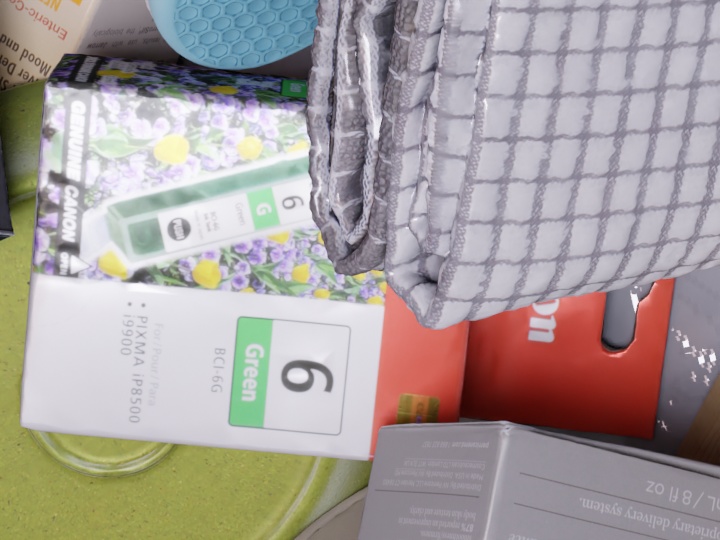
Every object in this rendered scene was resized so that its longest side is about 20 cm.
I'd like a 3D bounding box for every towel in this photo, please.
[{"bbox_3d":[0.073,-0.096,0.762,0.086,0.165,0.201,37,128,48],"label":"towel"}]

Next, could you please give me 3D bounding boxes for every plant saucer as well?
[{"bbox_3d":[-0.082,0.036,0.904,0.199,0.031,0.201,0,109,1],"label":"plant saucer"}]

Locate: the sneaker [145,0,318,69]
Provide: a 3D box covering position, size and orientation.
[{"bbox_3d":[0.010,-0.158,0.855,0.199,0.080,0.131,-25,52,3],"label":"sneaker"}]

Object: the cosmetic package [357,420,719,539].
[{"bbox_3d":[0.047,0.151,0.798,0.090,0.106,0.201,-11,68,63],"label":"cosmetic package"}]

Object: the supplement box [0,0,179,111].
[{"bbox_3d":[-0.145,-0.061,0.951,0.126,0.073,0.201,34,112,20],"label":"supplement box"}]

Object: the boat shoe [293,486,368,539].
[{"bbox_3d":[-0.008,0.142,0.866,0.072,0.200,0.063,2,132,41],"label":"boat shoe"}]

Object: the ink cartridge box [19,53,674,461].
[{"bbox_3d":[0.000,0.000,0.847,0.199,0.050,0.109,6,104,-1],"label":"ink cartridge box"}]

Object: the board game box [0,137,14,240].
[{"bbox_3d":[-0.173,-0.091,0.886,0.135,0.028,0.201,-19,73,40],"label":"board game box"}]

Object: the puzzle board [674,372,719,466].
[{"bbox_3d":[0.143,0.056,0.799,0.201,0.017,0.151,-64,25,20],"label":"puzzle board"}]
